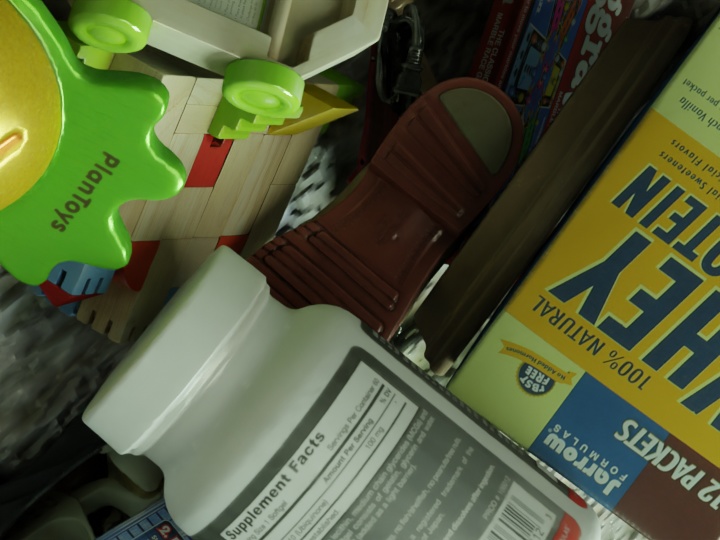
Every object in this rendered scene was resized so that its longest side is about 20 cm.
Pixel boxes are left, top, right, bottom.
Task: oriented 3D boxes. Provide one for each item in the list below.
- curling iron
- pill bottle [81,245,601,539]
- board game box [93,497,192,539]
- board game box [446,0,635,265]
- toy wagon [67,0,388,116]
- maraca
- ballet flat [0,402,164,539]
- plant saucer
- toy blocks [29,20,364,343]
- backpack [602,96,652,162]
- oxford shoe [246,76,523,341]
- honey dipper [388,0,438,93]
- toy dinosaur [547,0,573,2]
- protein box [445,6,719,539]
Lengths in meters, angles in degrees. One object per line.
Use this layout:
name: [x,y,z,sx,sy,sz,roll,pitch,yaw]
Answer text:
curling iron: [0.007,-0.043,1.256,0.026,0.050,0.200,4,135,-5]
pill bottle: [-0.009,0.087,1.099,0.200,0.116,0.116,39,80,-5]
board game box: [-0.086,0.155,1.193,0.200,0.062,0.200,-34,164,-19]
board game box: [0.088,-0.094,1.311,0.103,0.019,0.200,16,94,-58]
toy wagon: [-0.075,-0.156,1.060,0.200,0.040,0.155,21,67,-22]
maraca: [-0.165,-0.067,1.018,0.200,0.107,0.137,30,128,-13]
ballet flat: [-0.126,0.110,1.206,0.200,0.073,0.073,-34,131,-26]
plant saucer: [0.084,-0.039,1.210,0.200,0.029,0.200,-54,178,-2]
toy blocks: [-0.089,-0.032,1.145,0.200,0.100,0.137,-4,121,-63]
backpack: [0.223,-0.019,1.370,0.183,0.200,0.147,-50,136,-11]
oxford shoe: [0.000,0.000,1.185,0.200,0.070,0.075,-43,175,2]
honey dipper: [0.030,-0.096,1.271,0.038,0.038,0.200,-46,137,-16]
toy dinosaur: [0.087,-0.213,1.095,0.105,0.200,0.182,-44,131,-27]
protein box: [0.158,-0.002,1.190,0.200,0.135,0.199,-55,177,11]
